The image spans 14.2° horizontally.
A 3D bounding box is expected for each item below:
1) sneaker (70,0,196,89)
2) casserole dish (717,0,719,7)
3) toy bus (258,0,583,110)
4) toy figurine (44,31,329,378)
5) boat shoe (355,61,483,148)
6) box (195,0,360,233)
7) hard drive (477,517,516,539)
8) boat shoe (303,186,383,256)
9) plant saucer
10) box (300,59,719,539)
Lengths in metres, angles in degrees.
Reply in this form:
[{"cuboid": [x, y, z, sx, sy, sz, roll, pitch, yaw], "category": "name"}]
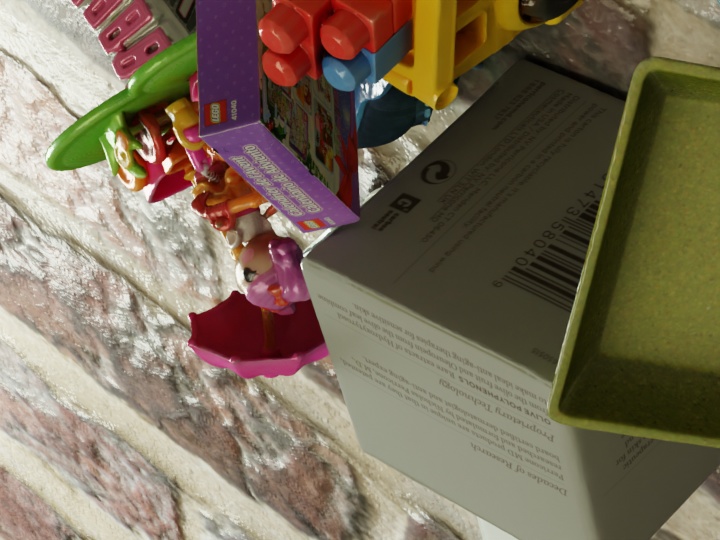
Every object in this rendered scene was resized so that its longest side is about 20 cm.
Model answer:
[{"cuboid": [-0.129, -0.181, 1.829, 0.074, 0.087, 0.200, -36, 76, 39], "category": "sneaker"}, {"cuboid": [0.239, -0.155, 1.387, 0.121, 0.039, 0.200, 45, 154, 0], "category": "casserole dish"}, {"cuboid": [0.024, -0.181, 1.486, 0.136, 0.192, 0.200, 35, 150, 23], "category": "toy bus"}, {"cuboid": [-0.068, -0.029, 1.666, 0.184, 0.150, 0.200, 61, 155, 6], "category": "toy figurine"}, {"cuboid": [0.026, -0.131, 1.687, 0.200, 0.069, 0.084, 132, 127, -75], "category": "boat shoe"}, {"cuboid": [-0.046, -0.138, 1.582, 0.039, 0.200, 0.137, -12, 154, 20], "category": "box"}, {"cuboid": [0.129, 0.165, 1.997, 0.132, 0.026, 0.200, 24, 146, 36], "category": "hard drive"}, {"cuboid": [0.000, 0.000, 1.908, 0.073, 0.062, 0.200, 49, 153, -7], "category": "boat shoe"}, {"cuboid": [0.208, -0.007, 1.462, 0.200, 0.048, 0.200, 9, 112, -10], "category": "plant saucer"}, {"cuboid": [0.114, 0.026, 1.633, 0.200, 0.199, 0.171, 26, 148, 37], "category": "box"}]
